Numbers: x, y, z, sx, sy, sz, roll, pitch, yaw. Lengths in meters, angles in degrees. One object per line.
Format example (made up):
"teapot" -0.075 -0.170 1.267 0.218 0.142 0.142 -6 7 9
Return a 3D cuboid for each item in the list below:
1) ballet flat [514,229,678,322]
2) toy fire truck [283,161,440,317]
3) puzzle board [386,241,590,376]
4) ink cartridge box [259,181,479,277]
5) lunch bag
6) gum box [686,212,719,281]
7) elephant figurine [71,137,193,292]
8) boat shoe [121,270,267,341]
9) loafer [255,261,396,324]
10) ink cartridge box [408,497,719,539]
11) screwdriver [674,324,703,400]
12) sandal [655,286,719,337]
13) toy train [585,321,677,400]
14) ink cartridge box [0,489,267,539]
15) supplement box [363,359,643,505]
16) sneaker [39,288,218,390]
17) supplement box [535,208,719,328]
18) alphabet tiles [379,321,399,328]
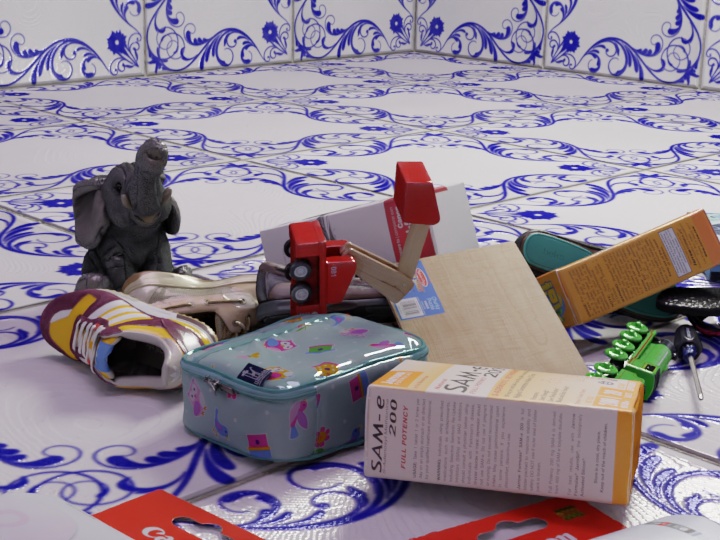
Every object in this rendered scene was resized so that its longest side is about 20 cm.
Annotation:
"ballet flat" 0.260 0.006 1.419 0.199 0.068 0.068 23 -15 -4
"toy fire truck" 0.000 0.000 1.204 0.141 0.201 0.049 -5 31 -9
"puzzle board" 0.113 0.051 1.226 0.150 0.017 0.200 -11 42 -12
"ink cartridge box" 0.011 -0.033 1.404 0.199 0.083 0.147 -13 3 23
"lunch bag" -0.052 0.094 1.099 0.200 0.077 0.160 -13 22 -42
"gum box" 0.516 -0.030 1.635 0.169 0.045 0.200 2 15 5
"elephant figurine" -0.248 -0.061 1.397 0.155 0.201 0.141 8 17 21
"boat shoe" -0.142 0.046 1.297 0.199 0.072 0.065 6 49 -25
"loafer" -0.009 0.018 1.293 0.199 0.063 0.072 -1 -16 -19
"ink cartridge box" 0.153 0.186 0.848 0.162 0.050 0.200 -8 22 -32
"screwdriver" 0.317 0.088 1.232 0.029 0.028 0.200 33 18 5
"sandal" 0.391 0.047 1.376 0.200 0.045 0.075 0 17 -43
"toy train" 0.254 0.094 1.197 0.056 0.042 0.200 18 21 20
"ink cartridge box" -0.165 0.181 0.844 0.162 0.057 0.200 15 26 40
"supplement box" 0.114 0.121 0.988 0.199 0.074 0.126 4 6 15
"sneaker" -0.234 0.064 1.193 0.199 0.075 0.090 8 12 25
"supplement box" 0.283 0.001 1.346 0.200 0.069 0.067 -23 -4 -22
"alphabet tiles" 0.095 0.059 1.347 0.199 0.015 0.196 0 16 -4
